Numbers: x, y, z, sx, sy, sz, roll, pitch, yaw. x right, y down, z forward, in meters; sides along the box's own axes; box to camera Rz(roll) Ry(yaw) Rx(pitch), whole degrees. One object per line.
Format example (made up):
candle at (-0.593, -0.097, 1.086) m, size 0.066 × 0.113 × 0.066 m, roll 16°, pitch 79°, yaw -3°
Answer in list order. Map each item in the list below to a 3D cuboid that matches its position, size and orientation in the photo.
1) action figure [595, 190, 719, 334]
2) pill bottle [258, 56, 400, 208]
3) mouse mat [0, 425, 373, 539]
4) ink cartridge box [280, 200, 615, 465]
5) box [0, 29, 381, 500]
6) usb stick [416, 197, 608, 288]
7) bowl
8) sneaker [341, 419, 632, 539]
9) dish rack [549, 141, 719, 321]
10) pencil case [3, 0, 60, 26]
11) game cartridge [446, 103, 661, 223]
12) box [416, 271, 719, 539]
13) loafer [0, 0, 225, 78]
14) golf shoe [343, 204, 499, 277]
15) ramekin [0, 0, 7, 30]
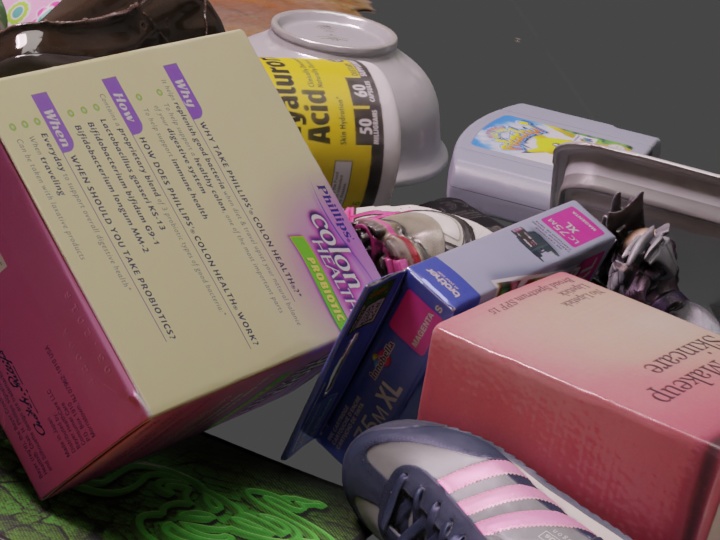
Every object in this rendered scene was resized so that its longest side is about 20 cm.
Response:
action figure at (0.182, 0.036, 1.133) m, size 0.069 × 0.130 × 0.200 m, roll -42°, pitch 57°, yaw -9°
pill bottle at (-0.083, -0.084, 1.328) m, size 0.198 × 0.112 × 0.111 m, roll -1°, pitch 24°, yaw -23°
mouse mat at (-0.103, 0.110, 0.979) m, size 0.199 × 0.008 × 0.161 m, roll 20°, pitch 24°, yaw 22°
ink cartridge box at (0.049, 0.038, 1.064) m, size 0.042 × 0.120 × 0.199 m, roll 42°, pitch 33°, yaw 22°
box at (-0.107, -0.009, 1.014) m, size 0.199 × 0.096 × 0.177 m, roll -21°, pitch 78°, yaw -50°
usb stick at (0.101, 0.002, 1.298) m, size 0.055 × 0.033 × 0.200 m, roll -14°, pitch 31°, yaw -31°
bowl at (-0.025, -0.137, 1.514) m, size 0.199 × 0.091 × 0.201 m, roll 9°, pitch 22°, yaw -3°
sneaker at (0.052, 0.126, 0.915) m, size 0.199 × 0.071 × 0.082 m, roll 25°, pitch 22°, yaw 37°
dish rack at (0.195, -0.015, 1.253) m, size 0.170 × 0.044 × 0.200 m, roll 15°, pitch -12°, yaw 7°
pencil case at (-0.270, -0.182, 1.536) m, size 0.199 × 0.088 × 0.087 m, roll 26°, pitch 27°, yaw 34°
game cartridge at (0.139, -0.078, 1.509) m, size 0.132 × 0.041 × 0.200 m, roll 12°, pitch 21°, yaw 16°
box at (0.138, 0.093, 0.979) m, size 0.199 × 0.110 × 0.127 m, roll 22°, pitch 25°, yaw 31°
loafer at (-0.144, -0.126, 1.100) m, size 0.073 × 0.072 × 0.200 m, roll -24°, pitch -2°, yaw 28°
golf shoe at (0.000, 0.000, 1.159) m, size 0.091 × 0.073 × 0.199 m, roll -12°, pitch 8°, yaw -33°
ramekin at (-0.325, -0.159, 1.309) m, size 0.199 × 0.200 × 0.098 m, roll -19°, pitch 75°, yaw -50°
